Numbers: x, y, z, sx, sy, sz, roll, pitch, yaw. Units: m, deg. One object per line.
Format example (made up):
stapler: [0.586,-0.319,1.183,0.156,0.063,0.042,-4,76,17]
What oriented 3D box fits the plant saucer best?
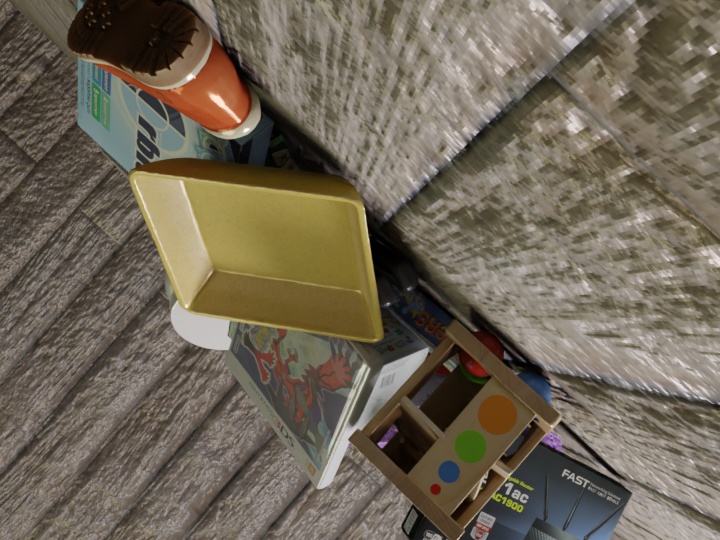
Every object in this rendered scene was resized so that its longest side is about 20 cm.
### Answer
plant saucer: [-0.077,-0.024,0.919,0.197,0.049,0.201,8,144,13]

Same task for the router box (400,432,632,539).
router box: [0.163,0.250,1.126,0.198,0.151,0.062,27,180,-9]

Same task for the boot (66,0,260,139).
boot: [-0.154,-0.161,0.833,0.199,0.075,0.107,37,178,44]

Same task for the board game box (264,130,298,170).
board game box: [-0.059,-0.046,1.014,0.105,0.023,0.202,37,155,61]

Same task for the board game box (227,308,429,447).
board game box: [-0.039,0.075,1.140,0.200,0.104,0.104,42,132,33]

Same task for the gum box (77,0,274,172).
gum box: [-0.172,-0.133,0.965,0.200,0.044,0.171,42,148,13]

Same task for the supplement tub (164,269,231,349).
supplement tub: [-0.163,-0.023,1.293,0.140,0.139,0.202,46,-151,-43]

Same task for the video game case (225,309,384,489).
video game case: [-0.063,0.091,1.069,0.183,0.023,0.201,49,139,27]

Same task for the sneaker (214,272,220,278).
sneaker: [-0.160,-0.039,1.100,0.076,0.075,0.200,45,179,-24]

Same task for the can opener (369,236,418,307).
can opener: [0.000,0.000,1.061,0.200,0.053,0.067,35,154,60]

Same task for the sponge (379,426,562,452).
sponge: [0.124,0.196,1.251,0.198,0.030,0.111,-8,154,31]

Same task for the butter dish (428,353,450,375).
butter dish: [0.121,0.246,1.536,0.199,0.148,0.200,44,-159,-10]

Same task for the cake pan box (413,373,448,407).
cake pan box: [0.053,0.165,1.305,0.182,0.053,0.200,16,158,-18]

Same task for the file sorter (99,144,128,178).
file sorter: [-0.237,-0.138,1.447,0.138,0.125,0.200,39,174,25]

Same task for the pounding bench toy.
pounding bench toy: [0.093,0.147,0.997,0.124,0.156,0.200,42,174,12]

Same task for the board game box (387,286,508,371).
board game box: [0.086,0.071,1.146,0.200,0.035,0.135,41,175,28]
